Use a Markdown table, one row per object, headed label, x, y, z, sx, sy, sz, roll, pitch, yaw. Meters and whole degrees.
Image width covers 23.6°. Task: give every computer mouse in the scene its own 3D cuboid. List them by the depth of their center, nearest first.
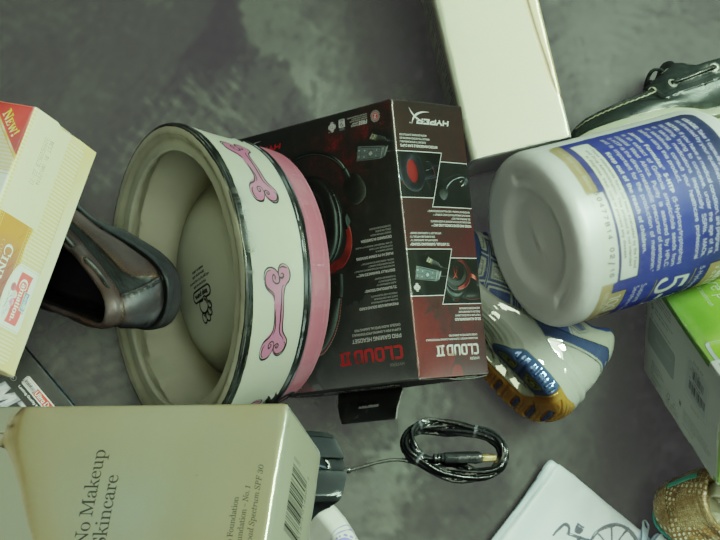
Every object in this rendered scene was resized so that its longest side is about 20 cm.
| label | x | y | z | sx | sy | sz | roll | pitch | yaw |
| --- | --- | --- | --- | --- | --- | --- | --- | --- | --- |
| computer mouse | -0.002 | 0.123 | 1.098 | 0.200 | 0.034 | 0.059 | -8 | 63 | -10 |

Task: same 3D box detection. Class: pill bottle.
| label | x | y | z | sx | sy | sz | roll | pitch | yaw |
| --- | --- | --- | --- | --- | --- | --- | --- | --- | --- |
| pill bottle | 0.198 | -0.043 | 1.158 | 0.200 | 0.120 | 0.120 | -16 | 87 | -24 |

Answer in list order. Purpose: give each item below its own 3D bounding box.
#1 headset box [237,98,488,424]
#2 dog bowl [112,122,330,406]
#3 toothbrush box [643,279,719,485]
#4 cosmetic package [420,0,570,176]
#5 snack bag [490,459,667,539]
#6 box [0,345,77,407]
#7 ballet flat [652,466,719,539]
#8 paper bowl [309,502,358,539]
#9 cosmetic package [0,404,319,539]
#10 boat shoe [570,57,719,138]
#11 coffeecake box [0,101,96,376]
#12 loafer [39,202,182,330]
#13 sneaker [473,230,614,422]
| label | x | y | z | sx | sy | sz | roll | pitch | yaw |
| --- | --- | --- | --- | --- | --- | --- | --- | --- | --- |
| headset box | 0.000 | 0.000 | 1.140 | 0.075 | 0.148 | 0.200 | 0 | 83 | -47 |
| dog bowl | -0.090 | 0.005 | 1.114 | 0.074 | 0.200 | 0.201 | -3 | 84 | -32 |
| toothbrush box | 0.312 | 0.058 | 1.180 | 0.200 | 0.146 | 0.086 | -6 | 121 | -9 |
| cosmetic package | 0.084 | -0.173 | 1.196 | 0.073 | 0.104 | 0.200 | -14 | 87 | -1 |
| snack bag | 0.155 | 0.257 | 1.207 | 0.200 | 0.021 | 0.189 | 41 | 80 | -3 |
| box | -0.286 | 0.127 | 1.137 | 0.198 | 0.050 | 0.200 | -41 | 91 | -11 |
| ballet flat | 0.298 | 0.204 | 1.206 | 0.200 | 0.065 | 0.071 | 31 | 44 | -6 |
| paper bowl | -0.092 | 0.229 | 1.111 | 0.200 | 0.104 | 0.201 | 1 | 62 | -3 |
| cosmetic package | -0.133 | 0.140 | 1.029 | 0.200 | 0.073 | 0.104 | -2 | 59 | 16 |
| boat shoe | 0.237 | -0.122 | 1.239 | 0.199 | 0.075 | 0.066 | -17 | 58 | -2 |
| coffeecake box | -0.287 | -0.033 | 1.085 | 0.200 | 0.073 | 0.154 | 11 | 75 | 28 |
| loafer | -0.206 | -0.012 | 1.107 | 0.200 | 0.063 | 0.072 | 22 | 113 | 30 |
| sneaker | 0.093 | 0.010 | 1.208 | 0.088 | 0.075 | 0.200 | -42 | 93 | -28 |
